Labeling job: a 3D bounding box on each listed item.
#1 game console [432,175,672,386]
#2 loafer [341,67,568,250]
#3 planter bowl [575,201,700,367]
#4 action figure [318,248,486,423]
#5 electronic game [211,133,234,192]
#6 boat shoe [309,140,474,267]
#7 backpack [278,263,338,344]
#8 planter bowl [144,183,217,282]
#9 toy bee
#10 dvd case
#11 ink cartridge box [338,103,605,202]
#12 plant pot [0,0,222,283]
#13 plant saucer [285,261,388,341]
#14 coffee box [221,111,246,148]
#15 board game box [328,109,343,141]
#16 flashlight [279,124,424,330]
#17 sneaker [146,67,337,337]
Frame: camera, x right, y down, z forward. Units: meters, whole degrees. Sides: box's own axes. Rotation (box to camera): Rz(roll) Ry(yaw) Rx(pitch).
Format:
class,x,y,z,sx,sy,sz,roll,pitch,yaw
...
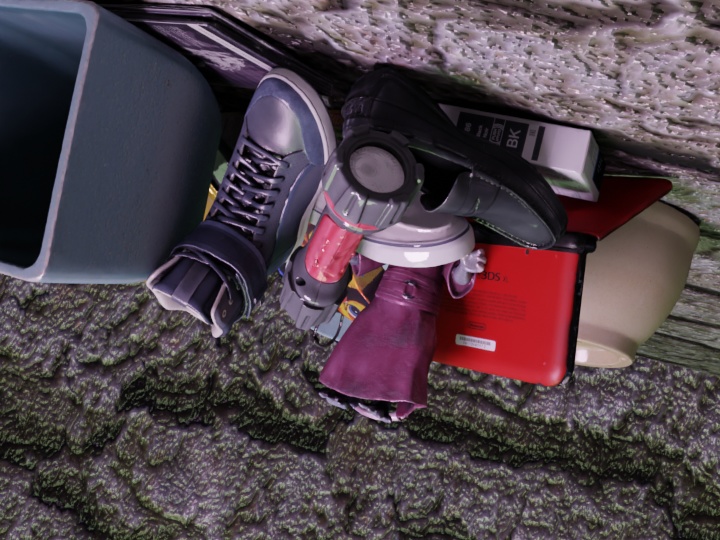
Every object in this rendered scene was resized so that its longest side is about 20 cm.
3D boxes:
class,x,y,z,sx,sy,sz,roll,pitch,yaw
game console,0.146,0.001,1.175,0.118,0.175,0.199,5,-178,-36
loafer,0.067,-0.067,1.028,0.200,0.071,0.068,34,145,-20
planter bowl,0.209,0.014,1.320,0.198,0.136,0.200,12,168,3
action figure,0.046,0.028,1.154,0.133,0.202,0.149,18,171,24
electronic game,-0.156,-0.103,1.275,0.200,0.042,0.201,42,160,19
boat shoe,0.008,-0.063,1.100,0.072,0.066,0.199,-29,-142,-29
backpack,0.009,-0.005,1.503,0.200,0.163,0.168,43,-173,23
planter bowl,-0.197,-0.050,1.275,0.200,0.083,0.201,42,160,19
toy bee,0.000,0.000,1.242,0.108,0.132,0.200,23,165,33
dvd case,-0.138,-0.172,1.079,0.198,0.016,0.148,12,173,38
ink cartridge box,0.090,-0.099,1.108,0.198,0.040,0.099,12,174,18
plant pot,-0.219,-0.090,1.093,0.195,0.198,0.199,12,179,36
plant saucer,0.022,-0.013,1.340,0.199,0.202,0.039,17,-143,-28
coffee box,-0.100,-0.103,1.382,0.112,0.081,0.199,17,174,-32
board game box,0.019,-0.110,1.271,0.199,0.030,0.095,15,176,-42
flashlight,-0.014,-0.022,1.011,0.067,0.068,0.201,-23,159,-30
sneaker,-0.090,-0.041,1.047,0.076,0.146,0.204,30,139,16
